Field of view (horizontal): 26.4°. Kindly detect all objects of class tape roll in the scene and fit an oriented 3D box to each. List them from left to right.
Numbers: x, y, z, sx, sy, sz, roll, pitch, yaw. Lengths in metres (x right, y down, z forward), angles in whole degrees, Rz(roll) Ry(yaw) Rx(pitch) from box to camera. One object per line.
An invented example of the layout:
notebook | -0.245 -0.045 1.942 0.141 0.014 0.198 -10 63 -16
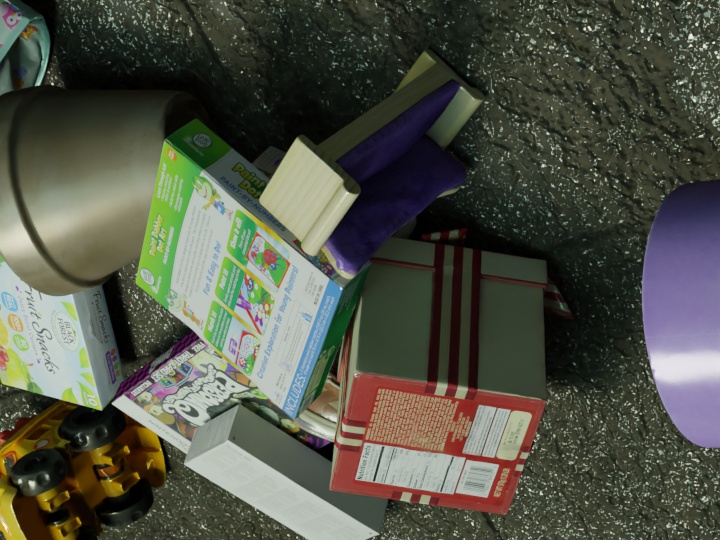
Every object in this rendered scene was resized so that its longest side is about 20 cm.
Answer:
tape roll | 0.289 0.030 1.129 0.085 0.200 0.200 -5 119 37

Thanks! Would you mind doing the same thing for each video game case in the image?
video game case | -0.133 0.140 1.583 0.181 0.036 0.200 37 137 -19

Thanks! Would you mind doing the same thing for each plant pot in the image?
plant pot | -0.227 -0.089 1.414 0.173 0.200 0.200 -13 115 22

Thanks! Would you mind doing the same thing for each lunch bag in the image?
lunch bag | -0.399 -0.205 1.477 0.170 0.122 0.200 34 127 12

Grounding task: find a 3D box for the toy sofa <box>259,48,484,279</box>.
toy sofa | 0.022 -0.087 1.223 0.098 0.200 0.083 44 135 7

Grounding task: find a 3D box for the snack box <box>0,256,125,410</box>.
snack box | -0.335 0.043 1.627 0.142 0.053 0.200 10 127 26

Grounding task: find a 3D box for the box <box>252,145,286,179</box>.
box | -0.088 -0.025 1.456 0.039 0.041 0.200 25 132 16

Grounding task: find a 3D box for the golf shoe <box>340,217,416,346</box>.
golf shoe | 0.000 0.000 1.407 0.092 0.073 0.200 19 135 -27

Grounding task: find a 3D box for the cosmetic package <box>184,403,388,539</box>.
cosmetic package | -0.074 0.215 1.577 0.200 0.051 0.083 35 140 -23

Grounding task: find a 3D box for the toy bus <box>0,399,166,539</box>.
toy bus | -0.351 0.226 1.719 0.192 0.200 0.136 10 127 38

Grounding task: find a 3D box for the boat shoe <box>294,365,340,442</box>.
boat shoe | 0.035 0.145 1.476 0.200 0.076 0.072 19 99 2

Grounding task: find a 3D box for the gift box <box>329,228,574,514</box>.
gift box | 0.078 0.088 1.326 0.200 0.187 0.185 11 134 -7

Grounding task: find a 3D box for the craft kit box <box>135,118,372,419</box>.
craft kit box | -0.097 0.003 1.298 0.197 0.049 0.200 38 142 12
